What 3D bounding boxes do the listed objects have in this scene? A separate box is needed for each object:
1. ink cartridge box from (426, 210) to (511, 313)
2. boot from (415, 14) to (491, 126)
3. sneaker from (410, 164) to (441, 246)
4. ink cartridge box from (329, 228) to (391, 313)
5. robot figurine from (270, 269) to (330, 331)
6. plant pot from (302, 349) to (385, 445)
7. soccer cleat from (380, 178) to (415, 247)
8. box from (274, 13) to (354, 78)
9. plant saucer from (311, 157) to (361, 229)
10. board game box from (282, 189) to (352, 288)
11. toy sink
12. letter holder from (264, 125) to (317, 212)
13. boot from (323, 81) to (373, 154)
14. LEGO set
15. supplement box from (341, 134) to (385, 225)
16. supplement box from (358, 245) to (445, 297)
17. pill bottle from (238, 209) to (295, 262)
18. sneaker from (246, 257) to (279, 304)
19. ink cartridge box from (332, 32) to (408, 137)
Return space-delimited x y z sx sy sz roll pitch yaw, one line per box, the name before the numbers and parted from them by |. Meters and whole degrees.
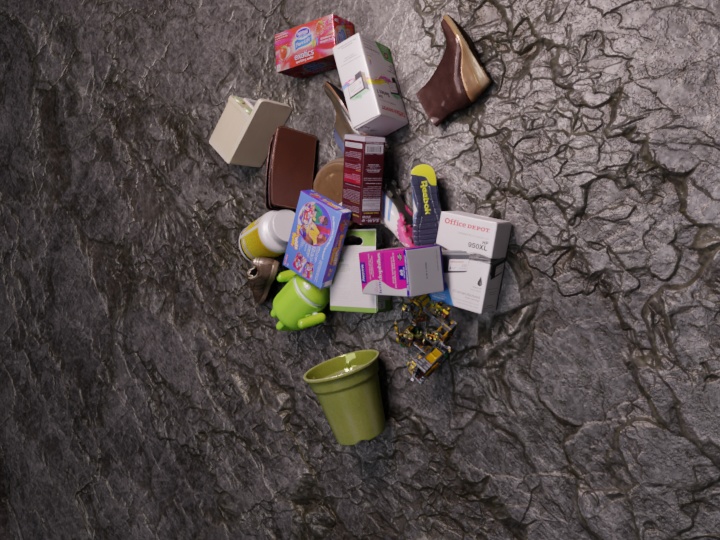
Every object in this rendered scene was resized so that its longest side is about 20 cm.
ink cartridge box | 0.241 -0.022 1.461 0.143 0.084 0.204 15 101 34
boot | 0.186 -0.451 1.480 0.165 0.072 0.203 -32 79 29
sneaker | 0.155 -0.141 1.521 0.072 0.082 0.204 -1 93 5
ink cartridge box | 0.000 0.000 1.637 0.146 0.075 0.204 1 92 35
robot figurine | -0.152 0.075 1.720 0.200 0.115 0.177 -45 56 28
plant pot | -0.023 0.319 1.617 0.198 0.200 0.188 -12 97 34
soccer cleat | 0.085 -0.125 1.583 0.086 0.069 0.203 -41 67 46
box | -0.117 -0.567 1.670 0.197 0.095 0.102 -4 90 35
plant saucer | -0.055 -0.190 1.691 0.197 0.029 0.204 2 94 34
board game box | -0.109 -0.077 1.608 0.133 0.044 0.203 30 116 27
toy sink | -0.302 -0.400 1.789 0.112 0.129 0.201 46 117 24
letter holder | -0.203 -0.259 1.700 0.099 0.141 0.204 3 88 42
boot | -0.051 -0.379 1.649 0.097 0.074 0.201 -45 70 25
LEGO set | 0.131 0.161 1.490 0.154 0.115 0.201 44 147 15
supplement box | 0.005 -0.218 1.563 0.108 0.060 0.204 27 117 59
supplement box | 0.090 0.001 1.482 0.199 0.102 0.103 -1 96 60
pill bottle | -0.237 -0.092 1.737 0.199 0.111 0.115 -21 80 55
sneaker | -0.276 0.020 1.789 0.201 0.074 0.071 123 163 -52
ink cartridge box | 0.026 -0.433 1.549 0.083 0.144 0.204 -18 83 31
